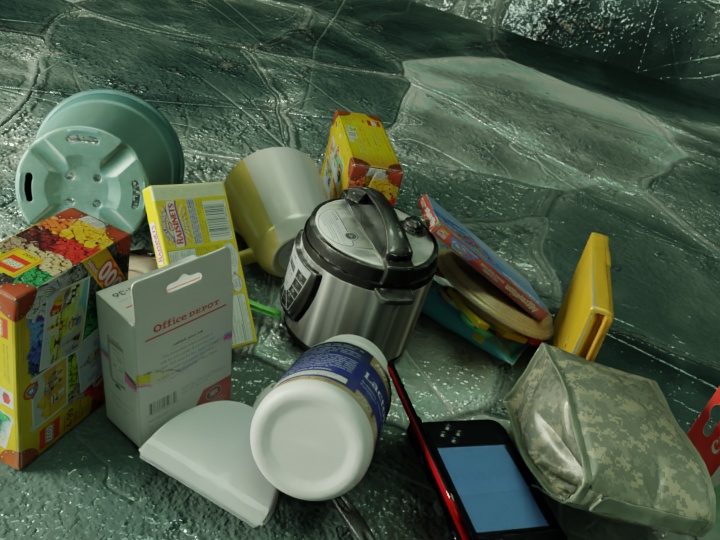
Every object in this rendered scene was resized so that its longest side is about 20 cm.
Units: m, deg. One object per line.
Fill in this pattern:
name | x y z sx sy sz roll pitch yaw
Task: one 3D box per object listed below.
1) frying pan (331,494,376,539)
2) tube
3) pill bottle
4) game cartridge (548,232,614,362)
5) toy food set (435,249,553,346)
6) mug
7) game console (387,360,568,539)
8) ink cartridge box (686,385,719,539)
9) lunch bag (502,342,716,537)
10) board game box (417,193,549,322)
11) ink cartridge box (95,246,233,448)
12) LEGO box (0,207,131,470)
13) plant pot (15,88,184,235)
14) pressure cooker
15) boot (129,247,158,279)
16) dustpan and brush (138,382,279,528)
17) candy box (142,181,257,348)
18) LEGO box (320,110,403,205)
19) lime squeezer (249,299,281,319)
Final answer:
frying pan | 0.020 0.284 0.689 0.190 0.031 0.115 26 33 24
tube | 0.135 0.063 1.074 0.200 0.050 0.077 33 33 17
pill bottle | -0.030 0.137 0.788 0.116 0.116 0.200 18 14 6
game cartridge | 0.278 0.070 0.993 0.032 0.177 0.200 18 32 8
toy food set | 0.178 0.035 1.071 0.198 0.049 0.200 20 23 -35
mug | -0.119 -0.058 1.103 0.149 0.187 0.153 30 24 -45
game console | 0.120 0.194 0.789 0.172 0.119 0.200 2 34 -20
ink cartridge box | 0.405 0.209 0.843 0.050 0.161 0.200 10 32 -13
lunch bag | 0.263 0.195 0.832 0.164 0.118 0.200 19 28 -15
board game box | 0.158 -0.017 1.011 0.200 0.019 0.103 38 15 -19
ink cartridge box | -0.192 0.064 0.772 0.067 0.200 0.116 32 39 32
LEGO box | -0.301 0.062 0.744 0.077 0.200 0.149 23 33 14
plant pot | -0.328 -0.118 0.968 0.200 0.201 0.196 8 15 -11
pressure cooker | 0.002 0.000 0.967 0.176 0.200 0.179 28 34 15
boot | -0.313 0.003 0.944 0.200 0.070 0.146 21 29 33
dustpan and brush | -0.123 0.168 0.803 0.139 0.057 0.200 30 40 3
candy box | -0.186 -0.002 0.907 0.102 0.200 0.026 -10 -2 -43
LEGO box | -0.005 -0.139 1.216 0.077 0.149 0.200 6 33 -15
lime squeezer | -0.205 0.040 0.979 0.200 0.038 0.071 0 53 -18
